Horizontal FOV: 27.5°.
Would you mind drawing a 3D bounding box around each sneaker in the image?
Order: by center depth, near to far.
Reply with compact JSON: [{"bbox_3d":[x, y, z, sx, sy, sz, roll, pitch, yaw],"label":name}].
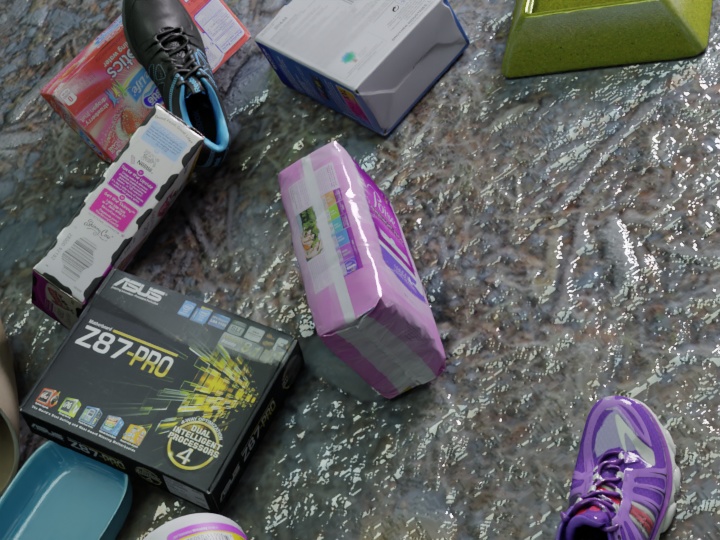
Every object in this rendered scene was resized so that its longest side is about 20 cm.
[{"bbox_3d":[0.178,0.172,1.046,0.080,0.084,0.202,-6,52,25],"label":"sneaker"},{"bbox_3d":[-0.174,-0.199,1.462,0.073,0.202,0.082,-25,4,-19],"label":"sneaker"}]

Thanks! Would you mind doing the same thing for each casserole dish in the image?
[{"bbox_3d":[-0.271,0.236,1.273,0.120,0.039,0.201,16,64,32],"label":"casserole dish"}]

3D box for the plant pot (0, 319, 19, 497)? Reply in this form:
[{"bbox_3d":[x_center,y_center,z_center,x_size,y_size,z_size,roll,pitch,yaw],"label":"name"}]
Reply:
[{"bbox_3d":[-0.399,0.098,1.378,0.186,0.188,0.201,-22,34,12],"label":"plant pot"}]

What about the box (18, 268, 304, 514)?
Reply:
[{"bbox_3d":[-0.171,0.101,1.281,0.198,0.049,0.162,20,60,20],"label":"box"}]

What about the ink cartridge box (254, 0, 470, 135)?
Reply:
[{"bbox_3d":[-0.010,-0.235,1.472,0.137,0.077,0.199,-47,49,-12],"label":"ink cartridge box"}]

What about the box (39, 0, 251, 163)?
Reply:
[{"bbox_3d":[-0.225,-0.216,1.544,0.200,0.103,0.095,-46,21,-10],"label":"box"}]

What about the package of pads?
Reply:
[{"bbox_3d":[0.000,0.000,1.253,0.075,0.121,0.201,-29,47,13],"label":"package of pads"}]

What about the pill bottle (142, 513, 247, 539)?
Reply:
[{"bbox_3d":[-0.101,0.286,1.099,0.104,0.104,0.201,-34,46,1],"label":"pill bottle"}]

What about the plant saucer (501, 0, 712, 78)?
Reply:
[{"bbox_3d":[0.233,-0.282,1.394,0.198,0.048,0.202,-3,55,27],"label":"plant saucer"}]

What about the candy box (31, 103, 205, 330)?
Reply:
[{"bbox_3d":[-0.233,-0.047,1.410,0.061,0.136,0.201,34,72,-3],"label":"candy box"}]
